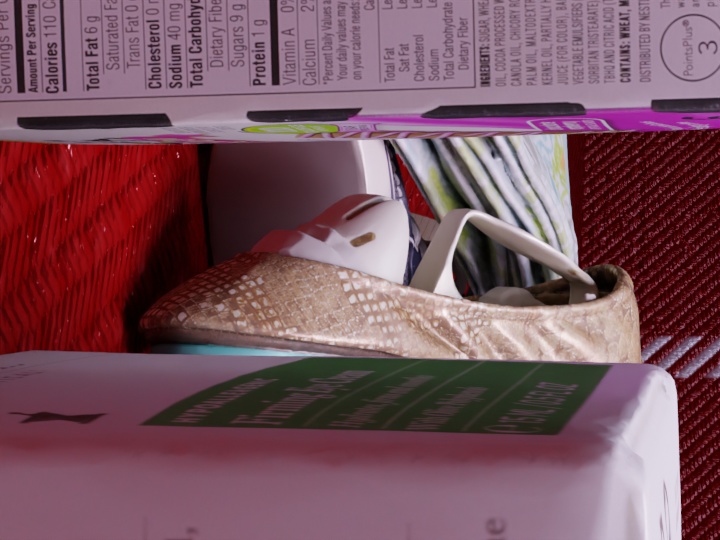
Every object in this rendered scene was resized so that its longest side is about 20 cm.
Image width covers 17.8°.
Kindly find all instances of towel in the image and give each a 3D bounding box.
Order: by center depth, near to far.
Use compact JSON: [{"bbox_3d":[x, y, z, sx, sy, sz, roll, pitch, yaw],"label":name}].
[{"bbox_3d":[0.039,-0.094,0.855,0.172,0.048,0.201,60,20,-53],"label":"towel"}]

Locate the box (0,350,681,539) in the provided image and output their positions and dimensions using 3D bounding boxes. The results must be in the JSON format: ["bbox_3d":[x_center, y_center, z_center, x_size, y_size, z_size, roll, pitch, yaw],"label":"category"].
[{"bbox_3d":[-0.021,0.121,0.472,0.199,0.170,0.202,-12,102,-80],"label":"box"}]

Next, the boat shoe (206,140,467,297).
[{"bbox_3d":[0.000,0.000,0.845,0.093,0.074,0.202,-35,136,-45],"label":"boat shoe"}]

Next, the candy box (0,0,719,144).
[{"bbox_3d":[0.002,-0.060,0.525,0.136,0.198,0.062,-13,103,-80],"label":"candy box"}]

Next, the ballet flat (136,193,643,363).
[{"bbox_3d":[0.015,0.009,0.763,0.199,0.070,0.066,11,86,-39],"label":"ballet flat"}]

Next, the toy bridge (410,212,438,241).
[{"bbox_3d":[0.004,-0.016,0.964,0.027,0.067,0.201,76,36,-59],"label":"toy bridge"}]
